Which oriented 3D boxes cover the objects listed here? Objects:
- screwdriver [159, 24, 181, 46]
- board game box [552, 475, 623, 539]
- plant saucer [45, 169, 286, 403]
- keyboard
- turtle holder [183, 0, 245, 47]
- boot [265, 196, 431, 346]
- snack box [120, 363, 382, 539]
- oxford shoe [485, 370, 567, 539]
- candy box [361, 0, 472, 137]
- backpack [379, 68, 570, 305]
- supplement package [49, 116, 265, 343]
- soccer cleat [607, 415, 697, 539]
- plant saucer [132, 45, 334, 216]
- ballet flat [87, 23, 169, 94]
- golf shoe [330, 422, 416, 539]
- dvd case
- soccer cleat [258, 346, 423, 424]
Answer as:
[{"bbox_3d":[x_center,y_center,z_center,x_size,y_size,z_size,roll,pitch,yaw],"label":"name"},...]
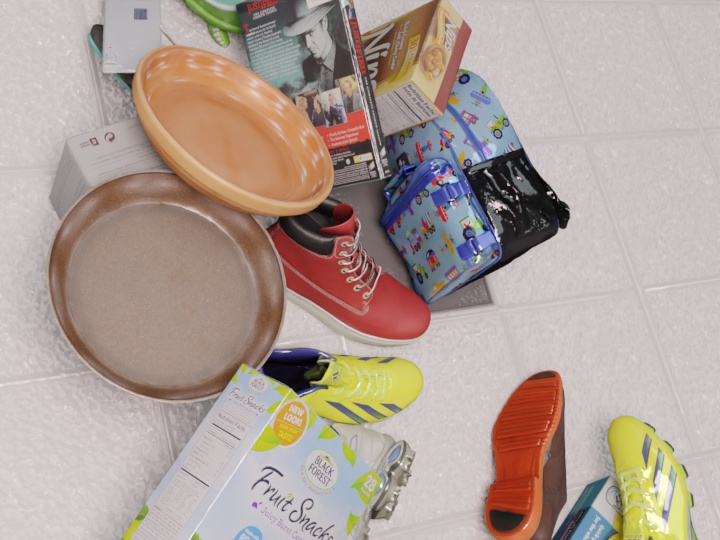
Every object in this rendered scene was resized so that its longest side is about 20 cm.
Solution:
[{"bbox_3d":[-0.135,-0.173,1.043,0.029,0.200,0.028,-9,57,18],"label":"screwdriver"},{"bbox_3d":[0.272,0.332,1.070,0.200,0.047,0.151,45,57,-1],"label":"board game box"},{"bbox_3d":[-0.157,0.014,0.879,0.197,0.032,0.203,10,64,-20],"label":"plant saucer"},{"bbox_3d":[-0.226,-0.253,1.068,0.055,0.011,0.202,3,43,-15],"label":"keyboard"},{"bbox_3d":[-0.133,-0.348,1.133,0.139,0.132,0.188,-14,74,-29],"label":"turtle holder"},{"bbox_3d":[0.000,0.000,1.033,0.198,0.144,0.073,26,58,-13],"label":"boot"},{"bbox_3d":[-0.090,0.205,0.861,0.201,0.067,0.169,-57,138,-16],"label":"snack box"},{"bbox_3d":[0.176,0.195,1.087,0.073,0.070,0.202,47,48,-34],"label":"oxford shoe"},{"bbox_3d":[0.011,-0.188,1.088,0.055,0.198,0.117,39,54,-30],"label":"candy box"},{"bbox_3d":[0.092,-0.091,1.092,0.133,0.182,0.202,-24,85,-25],"label":"backpack"},{"bbox_3d":[-0.181,-0.024,0.973,0.116,0.117,0.202,-23,79,-32],"label":"supplement package"},{"bbox_3d":[0.280,0.240,1.041,0.083,0.065,0.203,-9,71,-27],"label":"soccer cleat"},{"bbox_3d":[-0.114,-0.118,0.949,0.198,0.038,0.201,29,33,-20],"label":"plant saucer"},{"bbox_3d":[-0.189,-0.174,1.064,0.201,0.068,0.068,56,12,1],"label":"ballet flat"},{"bbox_3d":[-0.029,0.229,0.972,0.096,0.079,0.201,24,54,10],"label":"golf shoe"},{"bbox_3d":[-0.048,-0.178,1.048,0.022,0.145,0.203,-21,100,-46],"label":"dvd case"},{"bbox_3d":[-0.022,0.106,1.010,0.197,0.084,0.066,3,66,-25],"label":"soccer cleat"}]
